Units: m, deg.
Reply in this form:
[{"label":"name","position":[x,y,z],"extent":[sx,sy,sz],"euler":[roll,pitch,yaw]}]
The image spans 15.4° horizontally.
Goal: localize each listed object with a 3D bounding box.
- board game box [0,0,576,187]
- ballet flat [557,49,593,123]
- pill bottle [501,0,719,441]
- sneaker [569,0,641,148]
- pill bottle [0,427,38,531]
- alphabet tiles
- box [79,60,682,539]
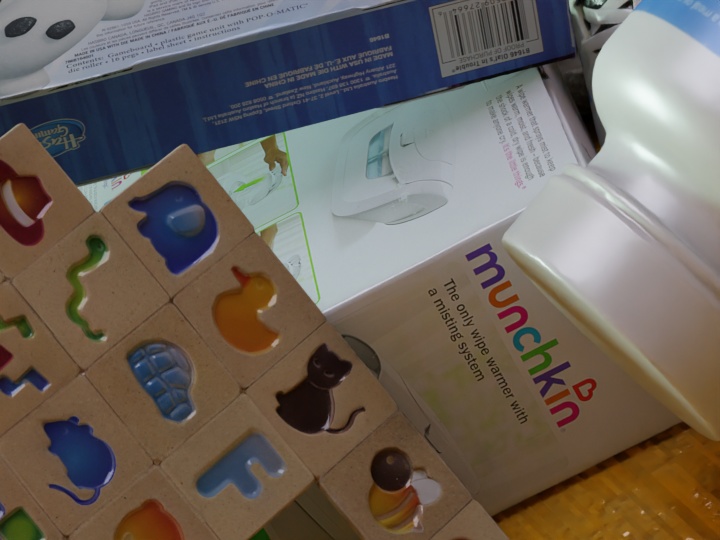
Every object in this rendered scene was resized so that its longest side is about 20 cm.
[{"label":"board game box","position":[-0.048,-0.113,0.887],"extent":[0.199,0.044,0.200],"euler":[-14,39,-1]},{"label":"ballet flat","position":[0.092,-0.089,0.998],"extent":[0.199,0.047,0.067],"euler":[-29,27,2]},{"label":"pill bottle","position":[0.134,-0.055,0.728],"extent":[0.200,0.112,0.112],"euler":[-47,27,-3]},{"label":"sneaker","position":[0.082,-0.115,0.871],"extent":[0.072,0.202,0.072],"euler":[1,-13,-37]},{"label":"pill bottle","position":[-0.162,0.089,0.835],"extent":[0.113,0.114,0.200],"euler":[-38,10,-15]},{"label":"alphabet tiles","position":[-0.070,0.065,0.746],"extent":[0.167,0.200,0.008],"euler":[-39,-1,-18]},{"label":"box","position":[0.000,0.000,0.881],"extent":[0.176,0.097,0.200],"euler":[-27,26,6]}]
